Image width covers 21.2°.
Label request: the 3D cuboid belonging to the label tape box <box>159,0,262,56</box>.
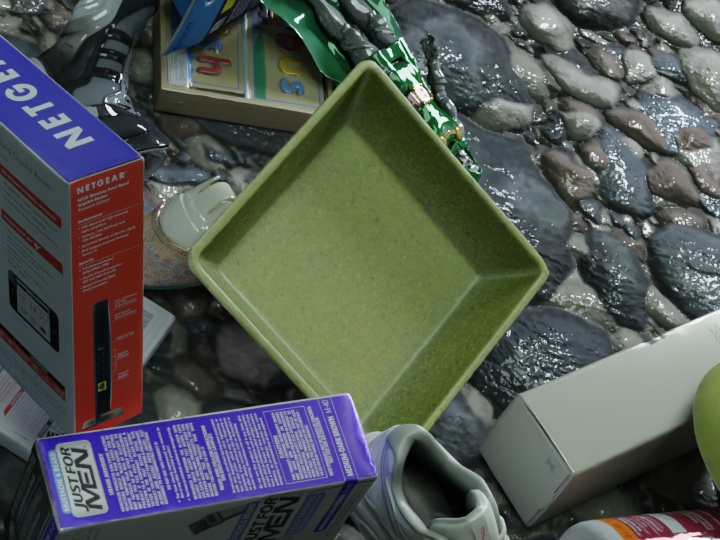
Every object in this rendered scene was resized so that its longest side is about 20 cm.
[{"bbox_3d":[-0.076,-0.249,1.352,0.066,0.144,0.200,41,41,9],"label":"label tape box"}]

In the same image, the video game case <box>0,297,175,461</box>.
[{"bbox_3d":[-0.236,0.028,1.225,0.199,0.018,0.143,32,51,2],"label":"video game case"}]

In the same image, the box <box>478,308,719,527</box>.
[{"bbox_3d":[0.184,0.097,1.305,0.199,0.082,0.069,-19,65,-33],"label":"box"}]

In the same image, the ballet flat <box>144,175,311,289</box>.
[{"bbox_3d":[-0.079,-0.034,1.299,0.199,0.067,0.068,-7,50,-26],"label":"ballet flat"}]

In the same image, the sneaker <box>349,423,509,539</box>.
[{"bbox_3d":[0.064,0.178,1.174,0.078,0.099,0.200,-39,86,-23],"label":"sneaker"}]

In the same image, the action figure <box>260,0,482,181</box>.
[{"bbox_3d":[0.024,-0.142,1.417,0.118,0.055,0.200,-35,89,-43],"label":"action figure"}]

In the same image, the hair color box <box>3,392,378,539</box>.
[{"bbox_3d":[-0.102,0.136,1.144,0.199,0.109,0.065,-6,60,-25],"label":"hair color box"}]

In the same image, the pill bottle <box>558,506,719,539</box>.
[{"bbox_3d":[0.228,0.206,1.226,0.199,0.110,0.110,-3,57,-23],"label":"pill bottle"}]

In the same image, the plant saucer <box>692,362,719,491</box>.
[{"bbox_3d":[0.309,0.123,1.248,0.199,0.031,0.201,19,40,-17],"label":"plant saucer"}]

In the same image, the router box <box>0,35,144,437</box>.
[{"bbox_3d":[-0.199,-0.030,1.116,0.049,0.180,0.200,-22,45,-32],"label":"router box"}]

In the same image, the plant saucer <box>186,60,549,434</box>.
[{"bbox_3d":[0.000,0.000,1.271,0.200,0.048,0.200,48,62,-15],"label":"plant saucer"}]

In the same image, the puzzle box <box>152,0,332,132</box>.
[{"bbox_3d":[-0.088,-0.193,1.436,0.132,0.025,0.201,8,54,-18],"label":"puzzle box"}]

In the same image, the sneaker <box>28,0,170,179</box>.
[{"bbox_3d":[-0.172,-0.119,1.325,0.114,0.076,0.200,38,49,-3],"label":"sneaker"}]
